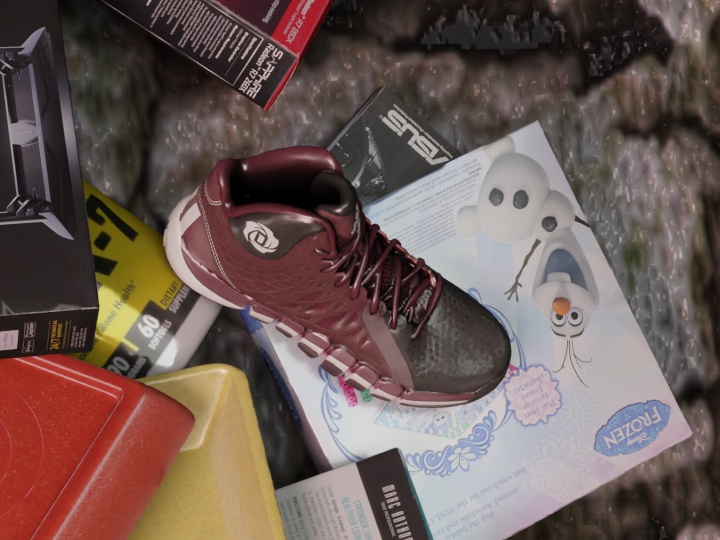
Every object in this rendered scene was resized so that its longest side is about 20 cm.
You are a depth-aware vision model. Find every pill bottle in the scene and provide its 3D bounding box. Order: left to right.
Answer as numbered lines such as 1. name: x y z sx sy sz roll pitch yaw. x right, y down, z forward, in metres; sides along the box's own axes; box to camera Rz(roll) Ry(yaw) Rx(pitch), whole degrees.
1. pill bottle: -0.181 -0.002 1.126 0.199 0.114 0.115 35 74 -7

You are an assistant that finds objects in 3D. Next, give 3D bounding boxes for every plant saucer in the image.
1. plant saucer: -0.206 0.092 0.997 0.199 0.037 0.200 19 45 11
2. plant saucer: -0.134 0.154 1.025 0.198 0.049 0.201 -11 52 -8

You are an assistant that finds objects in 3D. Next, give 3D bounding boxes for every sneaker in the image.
1. sneaker: 0.000 0.000 1.070 0.199 0.116 0.076 23 60 -8

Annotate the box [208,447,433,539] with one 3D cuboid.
1. box: -0.058 0.167 1.073 0.198 0.049 0.083 -19 52 -2

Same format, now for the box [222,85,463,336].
1. box: 0.034 0.018 1.212 0.200 0.048 0.159 42 73 -5

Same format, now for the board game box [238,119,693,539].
1. board game box: 0.055 0.049 1.164 0.199 0.043 0.200 -26 88 -15

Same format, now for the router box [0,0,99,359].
1. router box: -0.220 -0.052 1.036 0.156 0.052 0.201 -4 64 -14

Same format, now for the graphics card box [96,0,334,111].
1. graphics card box: -0.107 -0.191 1.181 0.199 0.051 0.126 32 41 -6
